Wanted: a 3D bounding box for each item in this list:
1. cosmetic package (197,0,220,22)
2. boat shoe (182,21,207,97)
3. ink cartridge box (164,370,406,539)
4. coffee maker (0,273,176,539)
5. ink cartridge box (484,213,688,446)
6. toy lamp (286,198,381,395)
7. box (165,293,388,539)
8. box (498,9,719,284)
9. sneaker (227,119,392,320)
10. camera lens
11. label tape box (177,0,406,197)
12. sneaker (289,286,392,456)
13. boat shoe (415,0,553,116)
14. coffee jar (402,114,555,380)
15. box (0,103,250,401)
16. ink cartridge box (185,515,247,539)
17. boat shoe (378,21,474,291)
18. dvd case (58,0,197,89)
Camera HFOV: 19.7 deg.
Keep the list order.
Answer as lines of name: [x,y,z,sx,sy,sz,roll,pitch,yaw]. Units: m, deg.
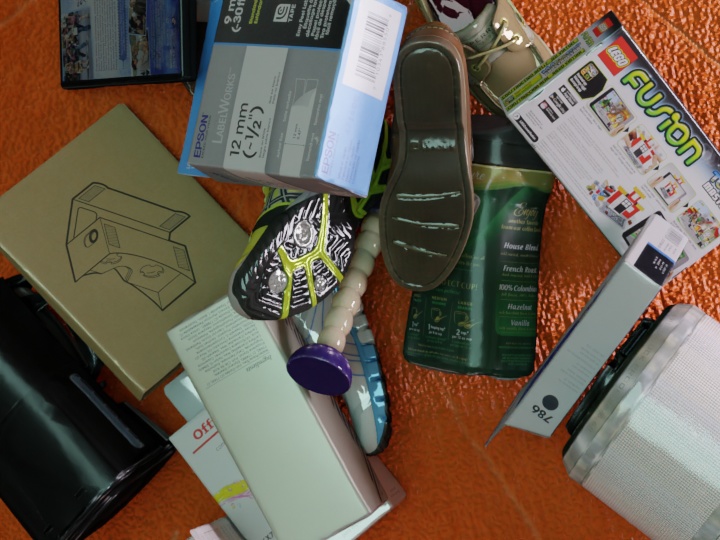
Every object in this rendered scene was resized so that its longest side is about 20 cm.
cosmetic package: [-0.107,-0.300,1.595,0.051,0.200,0.152,3,72,-24]
boat shoe: [-0.095,-0.145,1.671,0.070,0.070,0.200,-45,81,11]
ink cartridge box: [-0.071,0.143,1.674,0.117,0.067,0.200,-41,83,12]
coffee maker: [-0.272,0.125,1.661,0.200,0.192,0.135,47,142,9]
ink cartridge box: [0.171,0.055,1.572,0.039,0.099,0.201,36,121,3]
toy lamp: [0.000,0.000,1.594,0.058,0.058,0.201,12,58,12]
box: [-0.063,0.112,1.600,0.082,0.068,0.201,-28,88,14]
box: [0.206,-0.086,1.570,0.110,0.035,0.200,-37,116,10]
sneaker: [-0.044,-0.037,1.570,0.076,0.200,0.076,-1,132,43]
camera lens: [0.263,0.136,1.551,0.199,0.160,0.161,37,99,9]
label tape box: [-0.071,-0.138,1.531,0.199,0.066,0.145,9,85,40]
sneaker: [-0.031,0.056,1.654,0.086,0.075,0.202,-16,80,-3]
boat shoe: [0.092,-0.186,1.628,0.074,0.066,0.200,-40,83,11]
coffee jar: [0.094,-0.020,1.615,0.104,0.085,0.202,10,95,48]
box: [-0.185,-0.017,1.674,0.200,0.021,0.163,46,64,7]
ink cartridge box: [-0.084,0.270,1.613,0.057,0.200,0.163,-37,83,9]
boat shoe: [0.056,-0.086,1.554,0.071,0.068,0.202,8,114,6]
dvd case: [-0.188,-0.219,1.651,0.199,0.017,0.144,4,96,54]
